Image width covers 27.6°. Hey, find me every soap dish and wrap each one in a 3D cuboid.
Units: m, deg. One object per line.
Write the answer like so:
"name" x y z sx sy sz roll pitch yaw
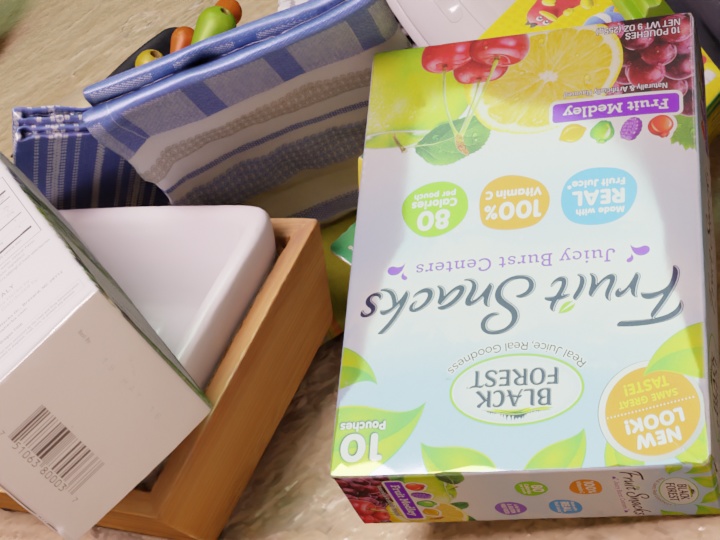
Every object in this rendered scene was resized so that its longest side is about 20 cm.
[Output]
"soap dish" -0.117 0.048 0.702 0.198 0.081 0.158 1 52 40

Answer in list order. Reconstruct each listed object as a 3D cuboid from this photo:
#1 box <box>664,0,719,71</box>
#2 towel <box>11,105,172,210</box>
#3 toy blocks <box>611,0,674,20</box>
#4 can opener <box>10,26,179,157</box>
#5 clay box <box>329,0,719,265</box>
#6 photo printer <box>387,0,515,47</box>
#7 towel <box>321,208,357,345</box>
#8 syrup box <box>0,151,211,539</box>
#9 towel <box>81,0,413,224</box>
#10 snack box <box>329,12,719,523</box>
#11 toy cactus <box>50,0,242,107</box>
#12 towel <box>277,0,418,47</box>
"box" 0.211 -0.158 0.598 0.182 0.200 0.104 -43 28 9
"towel" -0.082 -0.063 0.768 0.197 0.024 0.145 -8 -17 -14
"toy blocks" 0.221 -0.198 0.697 0.197 0.138 0.101 -10 49 -15
"can opener" -0.180 -0.105 1.043 0.201 0.078 0.064 -56 1 -43
"clay box" 0.086 -0.057 0.696 0.114 0.048 0.200 31 59 21
"photo printer" 0.103 -0.192 0.822 0.199 0.167 0.069 -37 -1 -12
"towel" 0.000 0.000 0.764 0.199 0.018 0.086 -30 35 -4
"syrup box" -0.148 0.017 0.626 0.081 0.079 0.200 -43 37 -6
"towel" -0.034 -0.063 0.704 0.145 0.200 0.024 -20 70 7
"snack box" 0.069 -0.004 0.586 0.140 0.053 0.202 -5 58 18
"toy cactus" -0.133 -0.102 0.946 0.163 0.103 0.201 -19 24 11
"towel" 0.033 -0.196 0.961 0.164 0.086 0.201 -17 35 7
